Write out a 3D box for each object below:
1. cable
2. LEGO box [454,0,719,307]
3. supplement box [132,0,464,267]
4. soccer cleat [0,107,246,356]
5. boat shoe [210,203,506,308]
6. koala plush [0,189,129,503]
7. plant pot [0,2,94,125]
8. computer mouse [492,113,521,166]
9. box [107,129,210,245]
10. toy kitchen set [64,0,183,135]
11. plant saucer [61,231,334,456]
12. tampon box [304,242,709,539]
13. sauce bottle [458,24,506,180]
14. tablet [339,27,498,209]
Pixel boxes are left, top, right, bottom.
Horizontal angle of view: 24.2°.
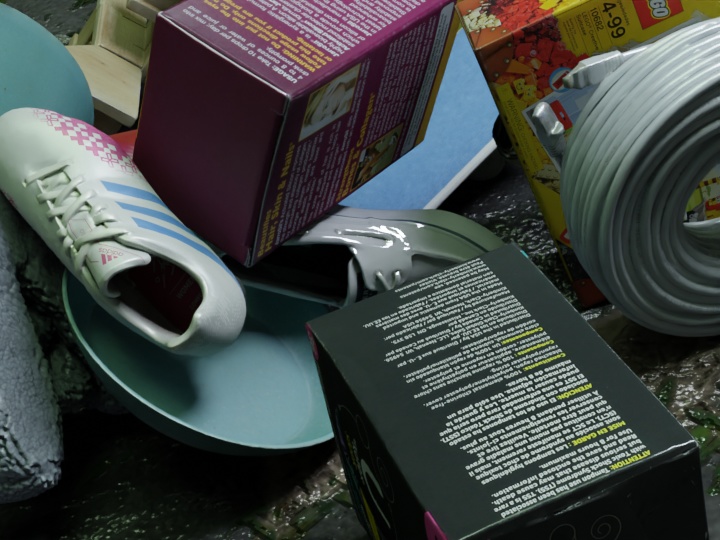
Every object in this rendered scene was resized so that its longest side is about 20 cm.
[{"bbox_3d":[0.214,-0.054,0.980,0.198,0.201,0.069,-24,39,-1],"label":"cable"},{"bbox_3d":[0.165,-0.099,1.047,0.148,0.201,0.077,-24,31,7],"label":"LEGO box"},{"bbox_3d":[-0.036,-0.116,1.041,0.103,0.132,0.200,33,42,18],"label":"supplement box"},{"bbox_3d":[-0.148,-0.026,0.975,0.199,0.070,0.086,39,15,9],"label":"soccer cleat"},{"bbox_3d":[0.000,0.000,1.076,0.197,0.074,0.066,7,42,-2],"label":"boat shoe"},{"bbox_3d":[-0.264,0.056,1.059,0.199,0.185,0.177,-25,8,32],"label":"koala plush"},{"bbox_3d":[-0.309,-0.075,1.239,0.198,0.202,0.162,-6,46,13],"label":"plant pot"},{"bbox_3d":[0.195,-0.123,1.131,0.198,0.139,0.053,-5,50,-27],"label":"computer mouse"},{"bbox_3d":[-0.120,-0.037,1.161,0.197,0.100,0.096,-12,51,6],"label":"box"},{"bbox_3d":[-0.245,-0.218,1.366,0.164,0.179,0.201,-50,25,28],"label":"toy kitchen set"},{"bbox_3d":[-0.093,0.049,1.030,0.198,0.036,0.201,22,31,-14],"label":"plant saucer"},{"bbox_3d":[0.073,0.110,0.838,0.125,0.151,0.200,-21,33,-10],"label":"tampon box"},{"bbox_3d":[0.093,-0.147,1.287,0.065,0.067,0.201,-6,38,13],"label":"sauce bottle"},{"bbox_3d":[0.058,-0.104,1.216,0.200,0.014,0.130,-45,38,-1],"label":"tablet"}]
